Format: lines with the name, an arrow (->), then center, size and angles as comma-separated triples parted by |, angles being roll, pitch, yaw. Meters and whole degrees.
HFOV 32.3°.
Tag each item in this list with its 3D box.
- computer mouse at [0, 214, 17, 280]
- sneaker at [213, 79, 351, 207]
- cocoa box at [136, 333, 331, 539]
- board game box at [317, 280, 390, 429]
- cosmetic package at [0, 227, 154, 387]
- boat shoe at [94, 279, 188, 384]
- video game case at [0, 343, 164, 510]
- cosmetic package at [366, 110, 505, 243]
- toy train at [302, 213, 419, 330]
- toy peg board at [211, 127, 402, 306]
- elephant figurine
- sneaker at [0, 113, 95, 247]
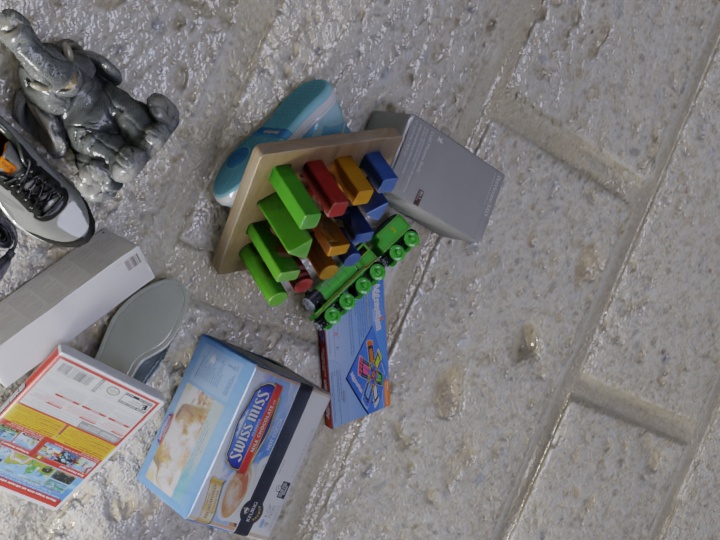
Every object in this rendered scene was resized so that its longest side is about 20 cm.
computer mouse -> -0.443, -0.002, 1.266 | 0.140, 0.046, 0.201 | 46, 63, -35
sneaker -> -0.077, -0.119, 1.499 | 0.200, 0.079, 0.131 | -46, 127, -16
cocoa box -> -0.154, 0.201, 1.508 | 0.131, 0.133, 0.201 | 26, 87, -40
board game box -> -0.009, 0.105, 1.669 | 0.103, 0.019, 0.201 | -17, 115, -32
cosmetic package -> -0.327, 0.037, 1.347 | 0.200, 0.082, 0.051 | -38, 128, -22
boat shoe -> -0.265, 0.100, 1.445 | 0.201, 0.073, 0.062 | -59, 172, -15
video game case -> -0.331, 0.176, 1.366 | 0.200, 0.017, 0.143 | -44, 129, 17
cosmetic package -> 0.088, -0.120, 1.625 | 0.199, 0.090, 0.107 | 24, 83, -39
toy train -> 0.000, 0.000, 1.611 | 0.056, 0.042, 0.200 | 48, 63, -2
toy peg board -> -0.046, -0.054, 1.468 | 0.198, 0.098, 0.200 | -11, 144, -34
elephant figurine -> -0.294, -0.181, 1.278 | 0.200, 0.155, 0.142 | 43, 39, -14
sneaker -> -0.348, -0.093, 1.267 | 0.074, 0.079, 0.200 | -46, 118, -7
